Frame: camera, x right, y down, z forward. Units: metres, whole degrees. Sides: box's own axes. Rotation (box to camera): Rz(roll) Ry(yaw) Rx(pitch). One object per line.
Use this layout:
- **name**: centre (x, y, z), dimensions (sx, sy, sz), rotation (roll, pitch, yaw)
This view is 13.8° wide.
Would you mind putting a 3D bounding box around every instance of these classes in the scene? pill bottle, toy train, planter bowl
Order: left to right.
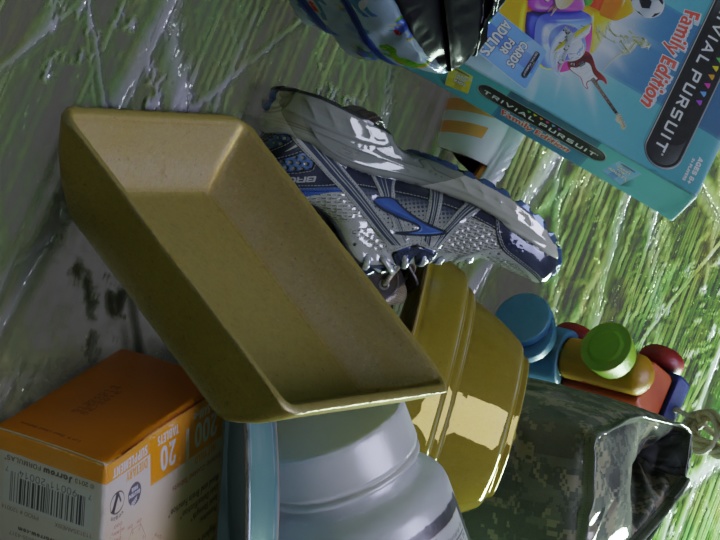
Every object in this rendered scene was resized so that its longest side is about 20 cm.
- **pill bottle**: centre (0.011, 0.174, 1.724), dimensions (0.113, 0.113, 0.200), rotation (-42, 119, -49)
- **planter bowl**: centre (0.054, 0.088, 1.855), dimensions (0.200, 0.083, 0.201), rotation (-164, -90, -88)
- **toy train**: centre (0.192, 0.076, 2.101), dimensions (0.085, 0.200, 0.116), rotation (-65, 150, -19)

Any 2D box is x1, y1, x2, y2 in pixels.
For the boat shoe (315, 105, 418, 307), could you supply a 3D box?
- **boat shoe**: centre (0.000, 0.000, 1.788), dimensions (0.074, 0.073, 0.200), rotation (-31, 132, -57)

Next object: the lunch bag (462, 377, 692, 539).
- **lunch bag**: centre (0.119, 0.131, 2.015), dimensions (0.200, 0.164, 0.118), rotation (-12, 110, -62)

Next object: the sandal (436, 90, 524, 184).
- **sandal**: centre (0.092, -0.124, 1.925), dimensions (0.207, 0.059, 0.079), rotation (-62, -178, -10)

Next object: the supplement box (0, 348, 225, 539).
- **supplement box**: centre (-0.136, 0.160, 1.593), dimensions (0.126, 0.073, 0.200), rotation (-34, 135, -55)

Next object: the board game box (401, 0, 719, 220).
- **board game box**: centre (0.145, -0.147, 1.864), dimensions (0.151, 0.200, 0.047), rotation (-63, -175, -24)

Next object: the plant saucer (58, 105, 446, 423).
- **plant saucer**: centre (-0.065, 0.006, 1.562), dimensions (0.048, 0.200, 0.200), rotation (-44, 163, 20)

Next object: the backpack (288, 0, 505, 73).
- **backpack**: centre (0.017, -0.203, 1.641), dimensions (0.200, 0.154, 0.163), rotation (52, 53, -36)

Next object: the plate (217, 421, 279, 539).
- **plate**: centre (-0.067, 0.119, 1.635), dimensions (0.200, 0.026, 0.201), rotation (179, -90, -79)

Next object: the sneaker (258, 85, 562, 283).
- **sneaker**: centre (0.020, -0.030, 1.719), dimensions (0.085, 0.200, 0.077), rotation (-64, -166, 0)
